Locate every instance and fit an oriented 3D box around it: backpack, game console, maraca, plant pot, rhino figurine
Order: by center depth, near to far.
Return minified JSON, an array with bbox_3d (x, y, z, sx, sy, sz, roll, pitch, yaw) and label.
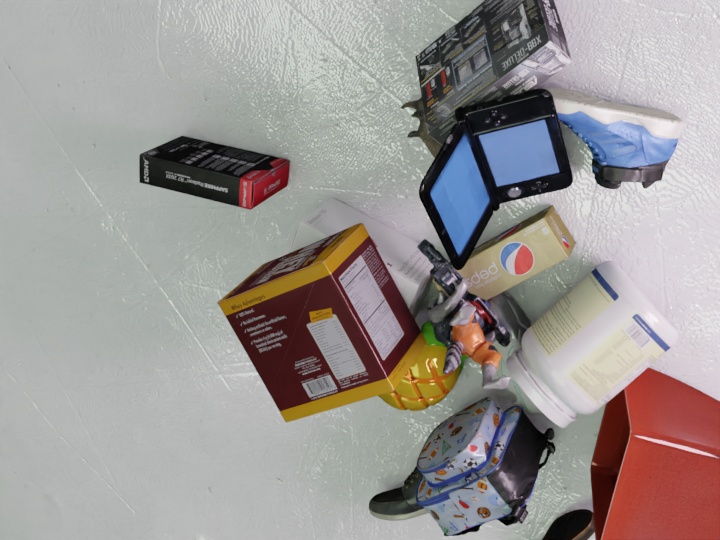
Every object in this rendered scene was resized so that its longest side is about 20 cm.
[{"bbox_3d":[0.177,-0.109,1.206,0.174,0.117,0.200,-12,147,15],"label":"game console"},{"bbox_3d":[0.429,0.267,1.319,0.175,0.200,0.201,10,115,6],"label":"plant pot"},{"bbox_3d":[0.141,-0.183,1.327,0.199,0.060,0.088,30,116,12],"label":"rhino figurine"},{"bbox_3d":[0.167,0.296,1.408,0.154,0.200,0.190,46,125,1],"label":"backpack"},{"bbox_3d":[0.098,0.141,1.446,0.136,0.108,0.200,21,129,-31],"label":"maraca"}]

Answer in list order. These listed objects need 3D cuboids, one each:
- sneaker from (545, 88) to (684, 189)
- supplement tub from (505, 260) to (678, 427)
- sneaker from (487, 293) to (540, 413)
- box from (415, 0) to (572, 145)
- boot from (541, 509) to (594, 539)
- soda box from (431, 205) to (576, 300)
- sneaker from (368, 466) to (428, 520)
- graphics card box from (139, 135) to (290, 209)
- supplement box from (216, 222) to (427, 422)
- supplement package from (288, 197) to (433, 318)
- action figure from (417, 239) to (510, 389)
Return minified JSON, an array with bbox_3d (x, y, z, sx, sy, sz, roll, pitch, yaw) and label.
[{"bbox_3d":[0.306,-0.163,1.234,0.198,0.077,0.112,11,114,-5],"label":"sneaker"},{"bbox_3d":[0.310,0.101,1.291,0.200,0.145,0.145,-44,90,13],"label":"supplement tub"},{"bbox_3d":[0.226,0.129,1.412,0.080,0.070,0.201,-21,102,32],"label":"sneaker"},{"bbox_3d":[0.164,-0.272,1.225,0.199,0.159,0.050,-35,132,31],"label":"box"},{"bbox_3d":[0.331,0.452,1.507,0.097,0.075,0.200,34,128,-6],"label":"boot"},{"bbox_3d":[0.203,-0.012,1.367,0.199,0.064,0.068,-30,97,30],"label":"soda box"},{"bbox_3d":[0.096,0.338,1.561,0.199,0.075,0.107,-16,99,19],"label":"sneaker"},{"bbox_3d":[-0.223,-0.152,1.463,0.198,0.125,0.051,15,117,17],"label":"graphics card box"},{"bbox_3d":[-0.052,0.074,1.335,0.196,0.133,0.201,-21,104,32],"label":"supplement box"},{"bbox_3d":[0.000,0.000,1.428,0.199,0.121,0.120,28,120,10],"label":"supplement package"},{"bbox_3d":[0.122,0.064,1.288,0.104,0.194,0.200,-41,102,3],"label":"action figure"}]
